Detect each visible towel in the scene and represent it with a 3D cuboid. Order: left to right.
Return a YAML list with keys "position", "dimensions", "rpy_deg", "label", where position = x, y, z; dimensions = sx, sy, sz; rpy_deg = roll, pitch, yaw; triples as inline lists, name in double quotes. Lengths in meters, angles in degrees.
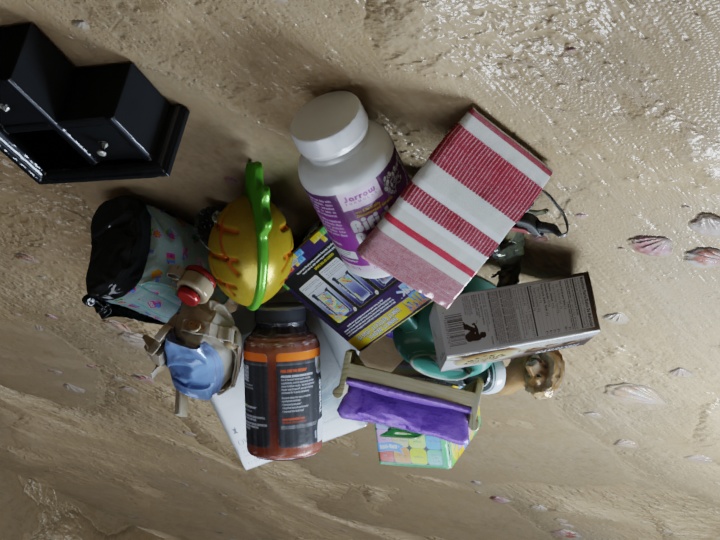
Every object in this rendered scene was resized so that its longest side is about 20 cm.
- position: [0.105, -0.066, 1.289]
  dimensions: [0.143, 0.201, 0.023]
  rpy_deg: [31, -167, -34]
  label: "towel"

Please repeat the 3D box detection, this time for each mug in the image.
- position: [0.106, 0.079, 1.631]
  dimensions: [0.183, 0.115, 0.152]
  rpy_deg: [16, 155, -7]
  label: "mug"

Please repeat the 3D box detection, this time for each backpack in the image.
- position: [-0.276, 0.000, 1.627]
  dimensions: [0.126, 0.169, 0.199]
  rpy_deg: [-12, 151, 35]
  label: "backpack"

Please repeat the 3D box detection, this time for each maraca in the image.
- position: [-0.134, -0.041, 1.460]
  dimensions: [0.106, 0.138, 0.201]
  rpy_deg: [-6, 136, -20]
  label: "maraca"

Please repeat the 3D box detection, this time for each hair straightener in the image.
- position: [0.145, -0.075, 1.355]
  dimensions: [0.198, 0.041, 0.077]
  rpy_deg: [15, 142, 22]
  label: "hair straightener"

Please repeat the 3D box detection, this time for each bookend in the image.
- position: [-0.333, -0.191, 1.321]
  dimensions: [0.198, 0.093, 0.199]
  rpy_deg: [0, 151, 26]
  label: "bookend"

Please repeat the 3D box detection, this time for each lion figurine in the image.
- position: [0.232, 0.143, 1.692]
  dimensions: [0.072, 0.124, 0.200]
  rpy_deg: [21, 155, -16]
  label: "lion figurine"

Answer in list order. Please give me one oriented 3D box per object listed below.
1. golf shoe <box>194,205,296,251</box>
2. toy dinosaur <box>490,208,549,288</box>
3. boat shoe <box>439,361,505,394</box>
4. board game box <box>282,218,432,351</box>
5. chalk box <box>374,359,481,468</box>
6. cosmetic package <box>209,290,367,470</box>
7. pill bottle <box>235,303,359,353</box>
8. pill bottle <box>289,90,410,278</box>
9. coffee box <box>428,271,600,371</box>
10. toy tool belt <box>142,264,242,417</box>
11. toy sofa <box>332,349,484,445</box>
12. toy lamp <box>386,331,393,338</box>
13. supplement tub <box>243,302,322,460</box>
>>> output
- position: [-0.145, -0.022, 1.603]
  dimensions: [0.199, 0.078, 0.088]
  rpy_deg: [25, 160, -22]
  label: "golf shoe"
- position: [0.170, -0.030, 1.454]
  dimensions: [0.087, 0.048, 0.200]
  rpy_deg: [-3, 154, -6]
  label: "toy dinosaur"
- position: [0.142, 0.143, 1.736]
  dimensions: [0.056, 0.069, 0.199]
  rpy_deg: [-4, -173, -27]
  label: "boat shoe"
- position: [0.000, 0.000, 1.502]
  dimensions: [0.165, 0.057, 0.200]
  rpy_deg: [40, 140, -11]
  label: "board game box"
- position: [0.096, 0.227, 1.814]
  dimensions: [0.123, 0.200, 0.125]
  rpy_deg: [1, 110, 25]
  label: "chalk box"
- position: [-0.114, 0.151, 1.707]
  dimensions: [0.198, 0.123, 0.202]
  rpy_deg: [-22, 106, 11]
  label: "cosmetic package"
- position: [-0.102, 0.115, 1.818]
  dimensions: [0.198, 0.114, 0.114]
  rpy_deg: [14, 155, -1]
  label: "pill bottle"
- position: [-0.003, -0.096, 1.303]
  dimensions: [0.111, 0.113, 0.201]
  rpy_deg: [-1, 137, 29]
  label: "pill bottle"
- position: [0.194, 0.066, 1.498]
  dimensions: [0.198, 0.081, 0.113]
  rpy_deg: [-10, 167, -4]
  label: "coffee box"
- position: [-0.222, 0.099, 1.532]
  dimensions: [0.124, 0.123, 0.201]
  rpy_deg: [18, 145, 17]
  label: "toy tool belt"
- position: [0.064, 0.173, 1.571]
  dimensions: [0.198, 0.099, 0.083]
  rpy_deg: [13, 179, 4]
  label: "toy sofa"
- position: [0.009, 0.031, 1.655]
  dimensions: [0.058, 0.059, 0.200]
  rpy_deg: [-1, 152, 28]
  label: "toy lamp"
- position: [-0.104, 0.146, 1.575]
  dimensions: [0.106, 0.202, 0.107]
  rpy_deg: [-1, -174, 0]
  label: "supplement tub"
